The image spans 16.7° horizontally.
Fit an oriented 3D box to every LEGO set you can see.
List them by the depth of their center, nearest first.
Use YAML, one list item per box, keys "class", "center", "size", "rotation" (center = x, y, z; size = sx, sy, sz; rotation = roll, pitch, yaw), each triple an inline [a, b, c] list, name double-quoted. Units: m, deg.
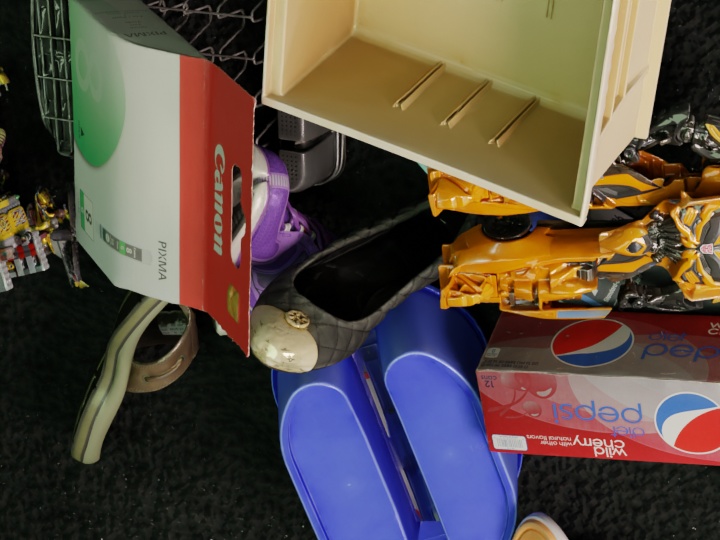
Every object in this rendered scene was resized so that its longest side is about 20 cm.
- class: "LEGO set"
  center: [-0.238, -0.054, 1.529]
  size: [0.115, 0.200, 0.155]
  rotation: [-12, 91, 21]

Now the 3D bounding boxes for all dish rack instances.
- class: "dish rack"
  center: [-0.110, -0.129, 1.526]
  size: [0.199, 0.055, 0.155]
  rotation: [8, 114, 21]

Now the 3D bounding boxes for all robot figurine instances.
- class: "robot figurine"
  center: [0.141, -0.026, 1.402]
  size: [0.198, 0.058, 0.146]
  rotation: [-1, 128, 10]

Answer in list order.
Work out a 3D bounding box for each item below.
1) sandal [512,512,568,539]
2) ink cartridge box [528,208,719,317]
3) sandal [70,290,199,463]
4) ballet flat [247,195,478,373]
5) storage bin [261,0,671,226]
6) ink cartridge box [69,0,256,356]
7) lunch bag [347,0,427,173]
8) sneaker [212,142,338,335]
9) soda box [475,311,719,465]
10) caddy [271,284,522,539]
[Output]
- class: "sandal"
  center: [0.081, 0.238, 1.524]
  size: [0.079, 0.059, 0.208]
  rotation: [46, 138, 44]
- class: "ink cartridge box"
  center: [0.173, 0.031, 1.490]
  size: [0.199, 0.039, 0.100]
  rotation: [31, 120, 8]
- class: "sandal"
  center: [-0.138, 0.050, 1.606]
  size: [0.057, 0.080, 0.202]
  rotation: [22, 128, -7]
- class: "ballet flat"
  center: [0.000, 0.000, 1.455]
  size: [0.066, 0.200, 0.057]
  rotation: [42, 135, 11]
- class: "storage bin"
  center: [0.060, -0.160, 1.298]
  size: [0.199, 0.094, 0.200]
  rotation: [22, 130, 21]
- class: "ink cartridge box"
  center: [-0.119, -0.057, 1.434]
  size: [0.050, 0.200, 0.162]
  rotation: [-8, 116, -21]
- class: "lunch bag"
  center: [0.070, -0.155, 1.430]
  size: [0.160, 0.077, 0.201]
  rotation: [-32, 98, 27]
- class: "sneaker"
  center: [-0.053, -0.025, 1.498]
  size: [0.083, 0.200, 0.081]
  rotation: [-4, 69, -4]
- class: "soda box"
  center: [0.173, 0.069, 1.441]
  size: [0.198, 0.070, 0.064]
  rotation: [3, 124, 21]
- class: "caddy"
  center: [0.023, 0.101, 1.540]
  size: [0.140, 0.105, 0.201]
  rotation: [-17, 116, 10]
